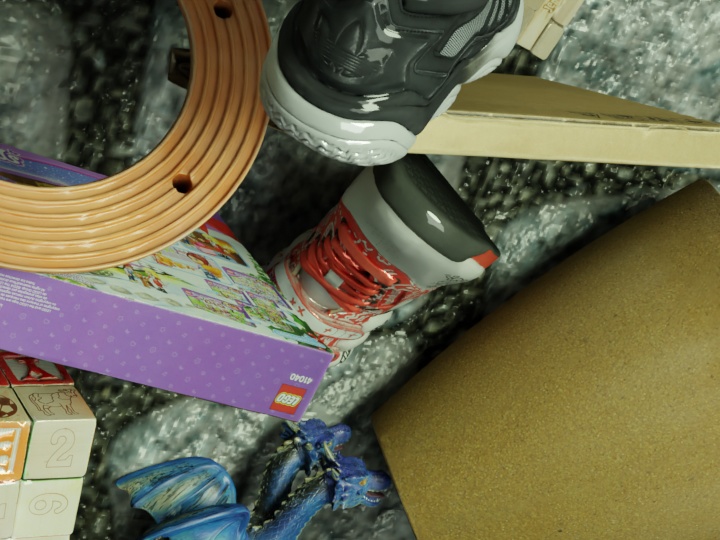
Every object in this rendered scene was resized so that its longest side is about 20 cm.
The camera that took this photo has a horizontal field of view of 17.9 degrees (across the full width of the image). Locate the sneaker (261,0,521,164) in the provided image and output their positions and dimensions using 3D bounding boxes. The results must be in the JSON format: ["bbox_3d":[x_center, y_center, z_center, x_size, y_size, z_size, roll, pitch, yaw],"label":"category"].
[{"bbox_3d":[0.034,-0.127,0.875,0.075,0.200,0.114,30,127,4],"label":"sneaker"}]

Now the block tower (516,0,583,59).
[{"bbox_3d":[0.015,-0.163,1.004,0.200,0.058,0.054,24,104,-39],"label":"block tower"}]

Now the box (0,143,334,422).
[{"bbox_3d":[-0.124,-0.004,0.966,0.200,0.137,0.039,17,110,-35],"label":"box"}]

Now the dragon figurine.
[{"bbox_3d":[-0.085,0.129,1.114,0.199,0.059,0.100,-8,120,-17],"label":"dragon figurine"}]

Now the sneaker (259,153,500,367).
[{"bbox_3d":[0.001,0.001,1.018,0.108,0.201,0.067,-41,91,4],"label":"sneaker"}]

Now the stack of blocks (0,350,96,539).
[{"bbox_3d":[-0.181,0.124,1.024,0.058,0.115,0.201,0,118,-29],"label":"stack of blocks"}]

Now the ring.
[{"bbox_3d":[-0.131,-0.090,0.903,0.200,0.201,0.019,-9,162,-24],"label":"ring"}]

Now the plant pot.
[{"bbox_3d":[0.114,0.079,1.139,0.199,0.187,0.187,-23,127,1],"label":"plant pot"}]

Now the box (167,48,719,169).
[{"bbox_3d":[0.038,-0.071,1.003,0.199,0.163,0.021,1,102,-30],"label":"box"}]
